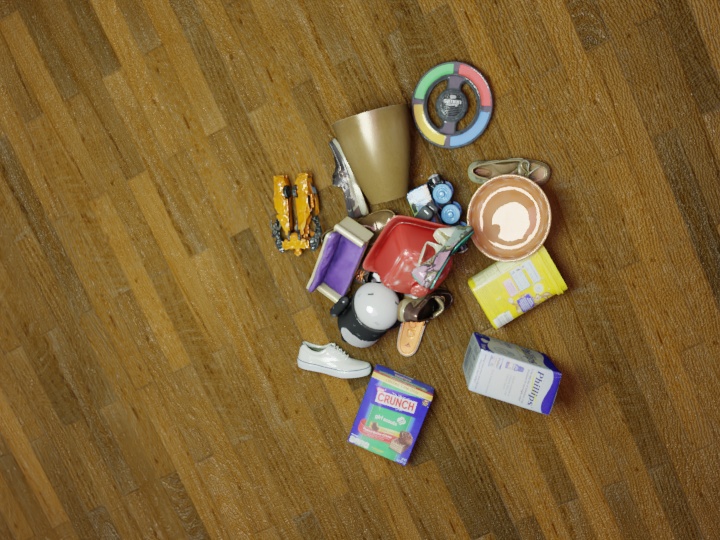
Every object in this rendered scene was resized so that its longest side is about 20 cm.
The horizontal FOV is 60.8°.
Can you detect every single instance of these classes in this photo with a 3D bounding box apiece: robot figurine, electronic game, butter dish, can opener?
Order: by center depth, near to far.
[{"bbox_3d":[0.127,-0.006,1.413,0.196,0.150,0.201,11,137,-21],"label":"butter dish"},{"bbox_3d":[0.219,-0.395,1.473,0.195,0.042,0.205,1,98,6],"label":"electronic game"},{"bbox_3d":[0.113,-0.092,1.474,0.066,0.053,0.200,45,134,5],"label":"can opener"},{"bbox_3d":[0.017,0.108,1.496,0.126,0.149,0.200,55,143,12],"label":"robot figurine"},{"bbox_3d":[-0.158,-0.138,1.534,0.142,0.058,0.205,-1,99,23],"label":"robot figurine"}]

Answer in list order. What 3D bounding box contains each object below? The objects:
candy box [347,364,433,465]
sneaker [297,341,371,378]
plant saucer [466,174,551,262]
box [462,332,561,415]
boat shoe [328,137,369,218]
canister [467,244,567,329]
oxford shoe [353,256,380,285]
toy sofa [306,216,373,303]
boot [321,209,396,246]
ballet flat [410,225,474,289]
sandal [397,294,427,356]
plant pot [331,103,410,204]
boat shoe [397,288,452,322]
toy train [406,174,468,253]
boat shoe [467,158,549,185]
[{"bbox_3d":[0.079,0.371,1.584,0.166,0.077,0.204,21,99,3],"label":"candy box"},{"bbox_3d":[-0.068,0.227,1.579,0.195,0.073,0.072,7,105,6],"label":"sneaker"},{"bbox_3d":[0.350,-0.123,1.446,0.196,0.037,0.205,2,96,24],"label":"plant saucer"},{"bbox_3d":[0.358,0.243,1.481,0.196,0.184,0.107,17,98,3],"label":"box"},{"bbox_3d":[-0.040,-0.223,1.512,0.064,0.072,0.203,-23,101,4],"label":"boat shoe"},{"bbox_3d":[0.379,0.032,1.498,0.198,0.087,0.150,-32,94,11],"label":"canister"},{"bbox_3d":[0.000,0.000,1.538,0.195,0.073,0.073,11,102,5],"label":"oxford shoe"},{"bbox_3d":[-0.050,-0.016,1.454,0.082,0.098,0.202,33,129,11],"label":"toy sofa"},{"bbox_3d":[-0.005,-0.096,1.504,0.197,0.075,0.075,-21,76,18],"label":"boot"},{"bbox_3d":[0.176,-0.046,1.331,0.071,0.069,0.200,38,61,7],"label":"ballet flat"},{"bbox_3d":[0.138,0.122,1.549,0.077,0.059,0.212,10,99,4],"label":"sandal"},{"bbox_3d":[0.047,-0.265,1.439,0.182,0.186,0.204,-14,98,8],"label":"plant pot"},{"bbox_3d":[0.172,0.089,1.475,0.071,0.198,0.074,10,102,41],"label":"boat shoe"},{"bbox_3d":[0.191,-0.128,1.497,0.112,0.087,0.203,-21,98,18],"label":"toy train"},{"bbox_3d":[0.357,-0.231,1.471,0.195,0.063,0.075,0,98,6],"label":"boat shoe"}]
